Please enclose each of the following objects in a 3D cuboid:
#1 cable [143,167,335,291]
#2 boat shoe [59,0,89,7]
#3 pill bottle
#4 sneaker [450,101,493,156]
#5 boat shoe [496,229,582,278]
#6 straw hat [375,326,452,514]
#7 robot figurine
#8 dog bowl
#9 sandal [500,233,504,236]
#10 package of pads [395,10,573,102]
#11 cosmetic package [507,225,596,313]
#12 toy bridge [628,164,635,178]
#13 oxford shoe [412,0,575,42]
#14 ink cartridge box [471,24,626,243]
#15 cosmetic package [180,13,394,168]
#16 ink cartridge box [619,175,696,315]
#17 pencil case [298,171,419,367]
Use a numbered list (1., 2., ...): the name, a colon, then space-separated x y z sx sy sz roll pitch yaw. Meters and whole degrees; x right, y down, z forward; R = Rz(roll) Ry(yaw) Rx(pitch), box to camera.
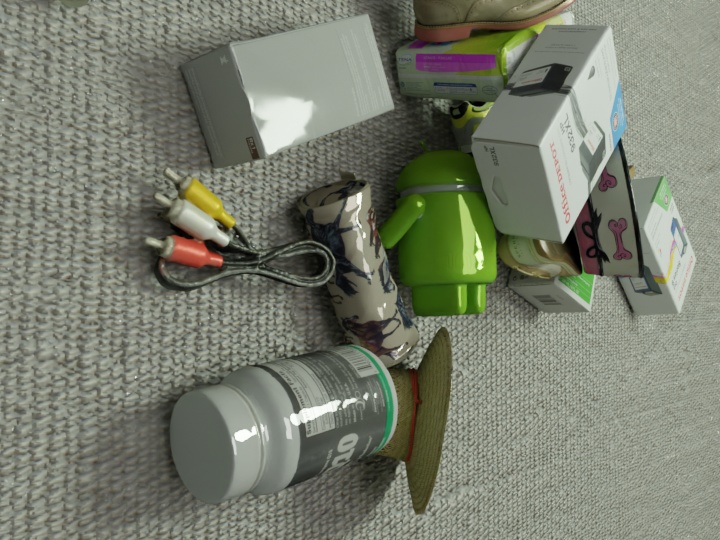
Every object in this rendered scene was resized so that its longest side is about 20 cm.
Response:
1. cable: -0.107 -0.013 0.712 0.199 0.050 0.098 22 71 -28
2. boat shoe: -0.257 -0.301 0.581 0.202 0.072 0.061 58 48 -35
3. pill bottle: -0.067 0.139 0.719 0.199 0.112 0.114 -7 92 -46
4. sneaker: 0.189 -0.228 1.048 0.200 0.075 0.077 -48 121 -39
5. boat shoe: 0.228 -0.026 0.980 0.199 0.066 0.075 16 62 -58
6. straw hat: 0.036 0.154 0.842 0.084 0.201 0.203 9 77 -4
7. robot figurine: 0.100 -0.048 0.909 0.175 0.115 0.202 0 87 -49
8. dog bowl: 0.311 -0.084 1.004 0.200 0.073 0.202 -11 90 -74
9. sandal: 0.234 -0.127 1.055 0.054 0.079 0.202 -73 165 -57
10. package of pads: 0.161 -0.269 0.958 0.200 0.153 0.069 -38 128 -42
11. cosmetic package: 0.292 -0.050 1.138 0.107 0.084 0.202 29 67 -38
12. toy bridge: 0.393 -0.241 1.271 0.027 0.067 0.201 -42 118 -40
13. oxford shoe: 0.156 -0.319 0.890 0.198 0.071 0.075 -15 127 -4
14. ink cartridge box: 0.216 -0.154 0.867 0.201 0.083 0.146 -55 139 -27
15. cosmetic package: -0.065 -0.180 0.767 0.199 0.090 0.108 -27 106 -42
16. ink cartridge box: 0.509 -0.041 1.368 0.146 0.087 0.201 -55 126 -35
17. pencil case: 0.000 0.000 0.827 0.089 0.077 0.202 -45 120 -58
